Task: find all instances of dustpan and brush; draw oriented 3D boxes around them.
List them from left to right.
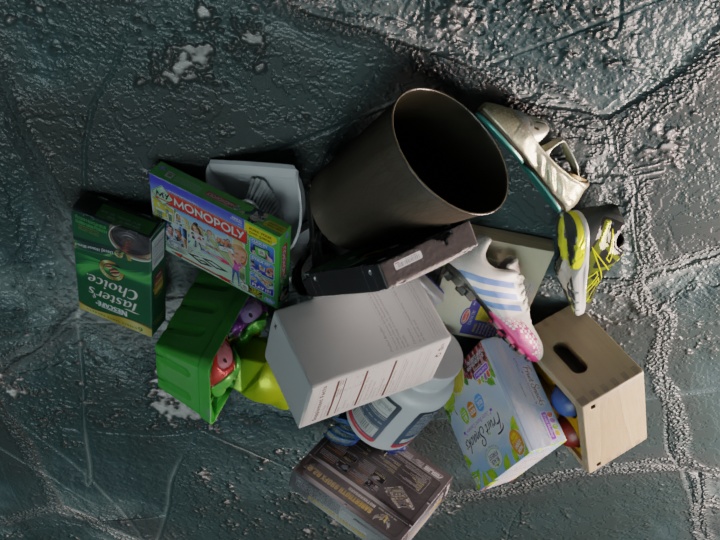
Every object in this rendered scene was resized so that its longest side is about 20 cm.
[{"bbox_3d":[-0.119,-0.046,1.491,0.139,0.057,0.201,6,139,27],"label":"dustpan and brush"}]

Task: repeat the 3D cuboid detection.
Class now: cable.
[{"bbox_3d":[-0.049,-0.034,1.517,0.097,0.050,0.201,9,122,27],"label":"cable"}]

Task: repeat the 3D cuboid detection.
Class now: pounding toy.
[{"bbox_3d":[0.283,0.169,1.632,0.142,0.200,0.185,-28,136,-12],"label":"pounding toy"}]

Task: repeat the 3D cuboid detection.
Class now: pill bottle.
[{"bbox_3d":[0.067,0.165,1.672,0.119,0.120,0.200,18,141,-14],"label":"pill bottle"}]

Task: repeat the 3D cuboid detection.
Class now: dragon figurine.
[{"bbox_3d":[-0.022,0.226,1.771,0.199,0.100,0.059,11,136,-7],"label":"dragon figurine"}]

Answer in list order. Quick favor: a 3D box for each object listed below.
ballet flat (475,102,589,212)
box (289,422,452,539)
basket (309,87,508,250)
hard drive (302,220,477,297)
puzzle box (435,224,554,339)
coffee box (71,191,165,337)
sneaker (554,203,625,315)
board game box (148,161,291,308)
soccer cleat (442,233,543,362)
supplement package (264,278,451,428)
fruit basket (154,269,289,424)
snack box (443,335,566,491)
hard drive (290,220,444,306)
[{"bbox_3d":[0.209,-0.149,1.393,0.062,0.067,0.200,-43,128,4],"label":"ballet flat"},{"bbox_3d":[0.017,0.322,1.770,0.199,0.158,0.048,32,139,18],"label":"box"},{"bbox_3d":[0.041,-0.106,1.369,0.180,0.137,0.200,32,145,-28],"label":"basket"},{"bbox_3d":[0.031,-0.011,1.397,0.200,0.139,0.038,-6,107,60],"label":"hard drive"},{"bbox_3d":[0.172,0.021,1.590,0.132,0.026,0.200,10,137,-6],"label":"puzzle box"},{"bbox_3d":[-0.325,-0.005,1.573,0.122,0.044,0.201,21,138,9],"label":"coffee box"},{"bbox_3d":[0.304,-0.011,1.508,0.084,0.075,0.200,-17,146,-3],"label":"sneaker"},{"bbox_3d":[-0.180,-0.045,1.486,0.199,0.029,0.135,26,142,18],"label":"board game box"},{"bbox_3d":[0.194,0.036,1.516,0.086,0.070,0.200,-44,114,-2],"label":"soccer cleat"},{"bbox_3d":[-0.006,0.098,1.482,0.199,0.117,0.118,-17,152,-21],"label":"supplement package"},{"bbox_3d":[-0.156,0.111,1.586,0.214,0.216,0.156,6,137,-1],"label":"fruit basket"},{"bbox_3d":[0.194,0.202,1.638,0.067,0.169,0.200,-15,161,-21],"label":"snack box"},{"bbox_3d":[0.000,0.000,1.565,0.132,0.025,0.200,-29,120,31],"label":"hard drive"}]
